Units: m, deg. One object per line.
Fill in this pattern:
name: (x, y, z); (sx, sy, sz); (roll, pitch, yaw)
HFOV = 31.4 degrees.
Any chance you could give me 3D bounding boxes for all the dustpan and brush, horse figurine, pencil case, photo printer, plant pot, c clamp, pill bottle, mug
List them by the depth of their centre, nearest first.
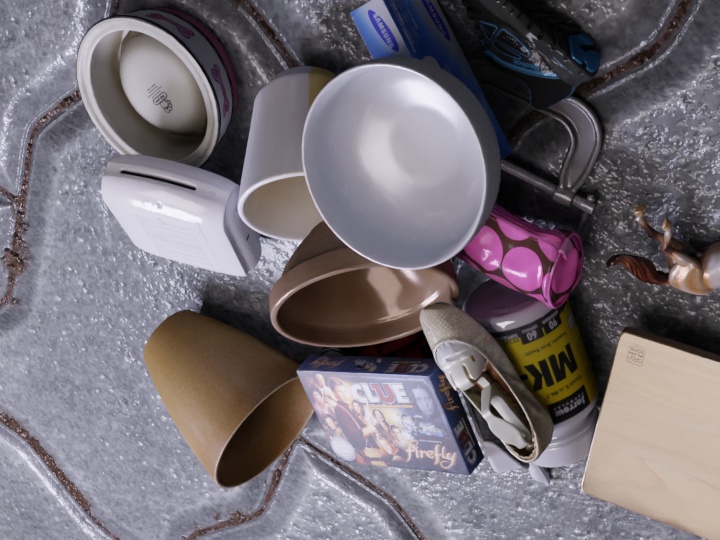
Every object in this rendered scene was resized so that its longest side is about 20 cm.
horse figurine: (0.347, -0.017, 1.254); (0.199, 0.050, 0.133); (-12, 132, 30)
c clamp: (0.165, -0.123, 1.322); (0.199, 0.027, 0.171); (32, 133, 11)
pencil case: (0.138, -0.041, 1.337); (0.199, 0.091, 0.094); (28, 137, 25)
plant pot: (0.000, 0.000, 1.355); (0.200, 0.093, 0.201); (-6, 154, -3)
mug: (-0.039, -0.130, 1.369); (0.185, 0.154, 0.150); (4, 152, -13)
pill bottle: (0.195, 0.108, 1.410); (0.114, 0.114, 0.201); (-6, 118, 36)
dustpan and brush: (0.176, 0.201, 1.509); (0.057, 0.140, 0.200); (-22, 130, 5)
photo printer: (-0.210, -0.068, 1.509); (0.166, 0.070, 0.200); (14, 162, 11)
plant pot: (-0.185, 0.148, 1.665); (0.200, 0.186, 0.187); (39, 136, 22)

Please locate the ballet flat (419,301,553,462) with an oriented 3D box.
ballet flat: (0.131, 0.117, 1.334); (0.200, 0.062, 0.067); (47, 127, -8)

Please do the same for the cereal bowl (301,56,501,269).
cereal bowl: (0.047, -0.108, 1.211); (0.199, 0.083, 0.201); (13, 117, 26)

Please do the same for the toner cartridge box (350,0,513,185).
toner cartridge box: (0.073, -0.184, 1.271); (0.043, 0.095, 0.201); (-23, 100, 37)

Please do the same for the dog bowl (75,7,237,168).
dog bowl: (-0.229, -0.214, 1.487); (0.199, 0.074, 0.201); (17, 129, 22)

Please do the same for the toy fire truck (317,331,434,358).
toy fire truck: (0.037, 0.064, 1.491); (0.199, 0.129, 0.177); (-23, 107, 30)

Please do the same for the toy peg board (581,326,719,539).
toy peg board: (0.363, 0.167, 1.373); (0.199, 0.098, 0.200); (18, 114, 20)

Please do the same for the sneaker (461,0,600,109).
sneaker: (0.133, -0.237, 1.227); (0.200, 0.073, 0.082); (45, 133, -3)

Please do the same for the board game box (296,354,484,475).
board game box: (0.031, 0.162, 1.458); (0.199, 0.035, 0.136); (-2, 120, 41)
